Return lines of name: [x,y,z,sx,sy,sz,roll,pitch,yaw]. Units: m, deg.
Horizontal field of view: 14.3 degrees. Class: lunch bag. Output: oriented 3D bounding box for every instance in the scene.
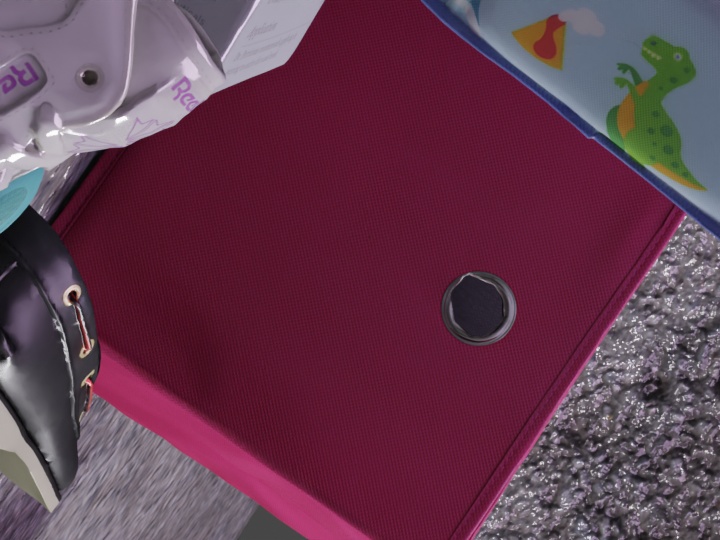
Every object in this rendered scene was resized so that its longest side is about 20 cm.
lunch bag: [0.110,-0.094,0.805,0.083,0.200,0.161,-52,179,40]

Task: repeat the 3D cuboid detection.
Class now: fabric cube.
fabric cube: [0.000,0.000,1.171,0.197,0.199,0.200,-55,175,-9]

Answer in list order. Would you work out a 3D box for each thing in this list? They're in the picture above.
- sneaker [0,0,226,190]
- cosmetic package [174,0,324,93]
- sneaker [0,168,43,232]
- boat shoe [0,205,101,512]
sneaker: [-0.090,-0.040,0.612,0.200,0.099,0.075,-55,177,6]
cosmetic package: [-0.012,-0.153,0.811,0.201,0.074,0.102,-60,175,14]
sneaker: [-0.136,0.030,0.727,0.200,0.079,0.078,-53,174,-42]
boat shoe: [-0.115,0.029,0.958,0.063,0.074,0.201,-47,169,-13]
